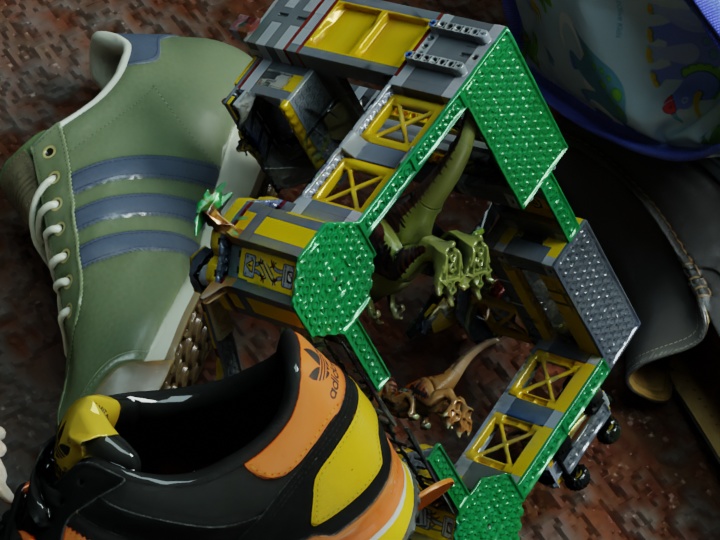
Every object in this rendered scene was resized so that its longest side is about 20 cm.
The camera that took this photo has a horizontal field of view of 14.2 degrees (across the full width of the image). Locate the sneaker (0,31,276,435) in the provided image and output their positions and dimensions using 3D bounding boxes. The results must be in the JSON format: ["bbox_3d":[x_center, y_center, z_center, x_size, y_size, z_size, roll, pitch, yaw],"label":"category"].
[{"bbox_3d":[-0.088,-0.009,1.014,0.089,0.067,0.201,18,51,4],"label":"sneaker"}]

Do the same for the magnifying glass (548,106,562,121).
[{"bbox_3d":[0.103,-0.109,1.166,0.079,0.022,0.200,34,52,8],"label":"magnifying glass"}]

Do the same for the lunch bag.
[{"bbox_3d":[0.158,-0.112,1.020,0.169,0.128,0.200,-20,29,-17],"label":"lunch bag"}]

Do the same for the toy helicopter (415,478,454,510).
[{"bbox_3d":[-0.020,0.145,0.912,0.198,0.079,0.133,-11,77,-6],"label":"toy helicopter"}]

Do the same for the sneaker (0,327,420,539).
[{"bbox_3d":[-0.086,0.077,0.891,0.199,0.090,0.070,-22,37,7],"label":"sneaker"}]

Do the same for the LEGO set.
[{"bbox_3d":[0.000,0.000,0.977,0.115,0.200,0.154,16,68,40],"label":"LEGO set"}]

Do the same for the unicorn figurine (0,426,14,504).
[{"bbox_3d":[-0.214,0.030,0.943,0.199,0.074,0.138,25,25,-20],"label":"unicorn figurine"}]

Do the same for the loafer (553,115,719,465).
[{"bbox_3d":[0.124,0.018,1.049,0.072,0.073,0.200,-31,61,-22],"label":"loafer"}]
